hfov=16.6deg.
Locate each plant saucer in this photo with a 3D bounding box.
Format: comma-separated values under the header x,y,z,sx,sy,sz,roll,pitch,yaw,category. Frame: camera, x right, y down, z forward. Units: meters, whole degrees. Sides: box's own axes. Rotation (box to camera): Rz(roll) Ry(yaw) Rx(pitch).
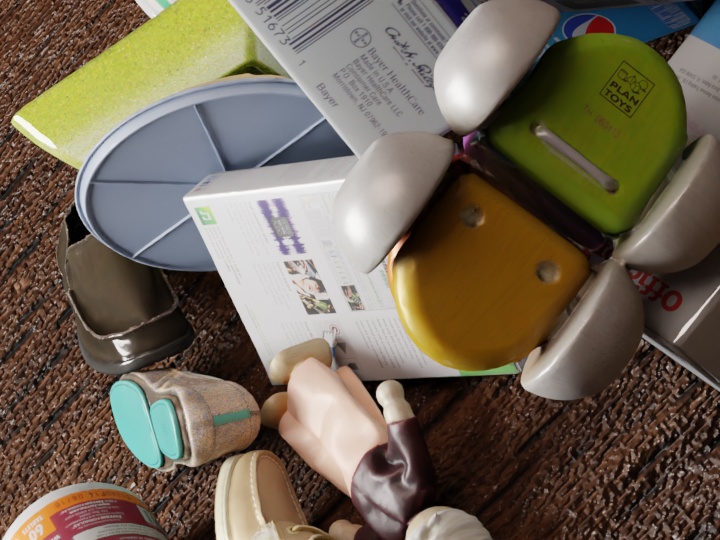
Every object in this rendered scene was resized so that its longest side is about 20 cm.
x,y,z,sx,sy,sz,roll,pitch,yaw,category
-0.088,-0.094,1.603,0.200,0.200,0.048,-32,55,22,plant saucer

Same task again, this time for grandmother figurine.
x,y,z,sx,sy,sz,roll,pitch,yaw,category
0.013,0.119,1.457,0.060,0.121,0.200,-17,43,-27,grandmother figurine

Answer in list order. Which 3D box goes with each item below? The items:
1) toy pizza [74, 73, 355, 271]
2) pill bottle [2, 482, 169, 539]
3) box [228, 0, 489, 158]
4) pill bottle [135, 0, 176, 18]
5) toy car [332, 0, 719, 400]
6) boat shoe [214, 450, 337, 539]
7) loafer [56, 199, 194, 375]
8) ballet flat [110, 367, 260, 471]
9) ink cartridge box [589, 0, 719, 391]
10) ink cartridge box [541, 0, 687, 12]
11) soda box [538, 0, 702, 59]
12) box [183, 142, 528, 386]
x,y,z,sx,sy,sz,roll,pitch,yaw,category
-0.084,-0.066,1.571,0.200,0.200,0.032,-29,55,24,toy pizza
-0.140,0.226,1.489,0.110,0.110,0.200,-47,42,6,pill bottle
0.004,-0.188,1.450,0.105,0.184,0.200,-32,21,22,box
-0.062,-0.239,1.738,0.200,0.113,0.113,-46,42,7,pill bottle
0.091,-0.039,1.327,0.200,0.175,0.150,-53,5,1,toy car
-0.032,0.187,1.450,0.069,0.074,0.200,-32,55,25,boat shoe
-0.171,0.007,1.661,0.073,0.071,0.200,-23,28,-13,loafer
-0.107,0.094,1.575,0.067,0.068,0.200,-14,7,-17,ballet flat
0.212,-0.044,1.380,0.200,0.085,0.145,-51,40,0,ink cartridge box
0.182,-0.254,1.421,0.160,0.047,0.200,-1,78,43,ink cartridge box
0.117,-0.168,1.566,0.200,0.064,0.068,-18,51,32,soda box
0.000,0.000,1.499,0.200,0.145,0.036,-4,30,41,box
